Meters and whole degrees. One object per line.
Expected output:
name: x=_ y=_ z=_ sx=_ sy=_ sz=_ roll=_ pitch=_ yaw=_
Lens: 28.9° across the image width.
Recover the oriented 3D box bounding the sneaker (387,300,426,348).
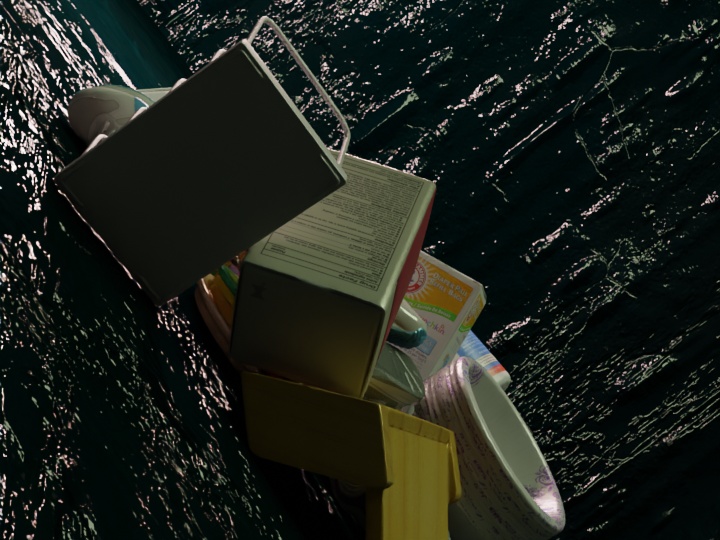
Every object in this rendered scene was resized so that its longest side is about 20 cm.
sneaker: x=0.000 y=0.000 z=1.414 sx=0.200 sy=0.081 sz=0.077 roll=41 pitch=-9 yaw=28

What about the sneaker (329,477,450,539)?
sneaker: x=0.033 y=0.232 z=1.336 sx=0.100 sy=0.075 sz=0.201 roll=38 pitch=23 yaw=-55

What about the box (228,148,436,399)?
box: x=-0.022 y=-0.003 z=1.231 sx=0.127 sy=0.110 sz=0.200 roll=18 pitch=38 yaw=6

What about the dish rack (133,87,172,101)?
dish rack: x=-0.179 y=-0.131 z=1.459 sx=0.199 sy=0.044 sz=0.172 roll=-13 pitch=61 yaw=-46

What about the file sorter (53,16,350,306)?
file sorter: x=-0.125 y=-0.097 z=1.173 sx=0.139 sy=0.199 sz=0.125 roll=52 pitch=19 yaw=-17

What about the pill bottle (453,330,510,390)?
pill bottle: x=0.081 y=0.094 z=1.708 sx=0.200 sy=0.112 sz=0.112 roll=50 pitch=2 yaw=15

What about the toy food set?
toy food set: x=-0.093 y=0.078 z=1.376 sx=0.201 sy=0.049 sz=0.198 roll=54 pitch=3 yaw=2

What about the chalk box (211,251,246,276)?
chalk box: x=-0.098 y=-0.008 z=1.575 sx=0.201 sy=0.124 sz=0.125 roll=53 pitch=4 yaw=13

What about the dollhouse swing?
dollhouse swing: x=-0.012 y=0.201 z=1.194 sx=0.180 sy=0.177 sz=0.200 roll=11 pitch=-7 yaw=23

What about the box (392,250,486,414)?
box: x=0.043 y=0.082 z=1.544 sx=0.112 sy=0.201 sz=0.101 roll=31 pitch=-5 yaw=13

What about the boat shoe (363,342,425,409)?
boat shoe: x=-0.021 y=0.086 z=1.327 sx=0.201 sy=0.065 sz=0.075 roll=30 pitch=33 yaw=-41

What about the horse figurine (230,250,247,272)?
horse figurine: x=-0.078 y=0.017 z=1.375 sx=0.133 sy=0.050 sz=0.200 roll=50 pitch=-2 yaw=21

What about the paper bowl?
paper bowl: x=0.115 y=0.197 z=1.417 sx=0.201 sy=0.104 sz=0.201 roll=54 pitch=15 yaw=-21

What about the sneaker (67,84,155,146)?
sneaker: x=-0.212 y=-0.106 z=1.325 sx=0.200 sy=0.077 sz=0.081 roll=39 pitch=36 yaw=18
